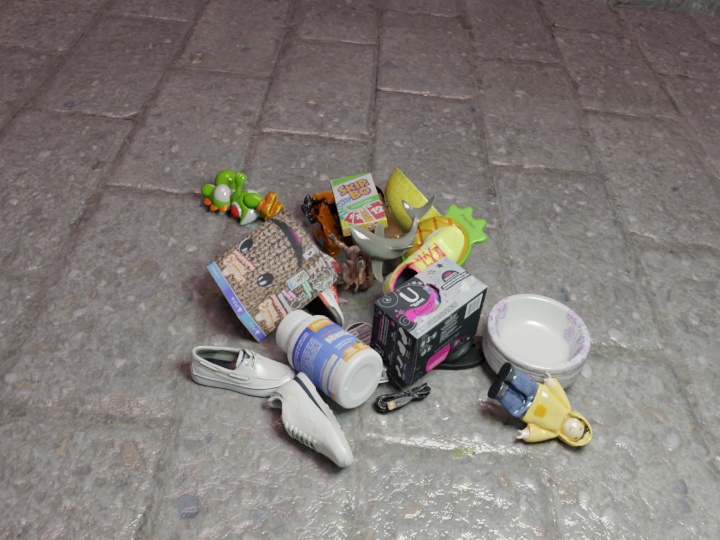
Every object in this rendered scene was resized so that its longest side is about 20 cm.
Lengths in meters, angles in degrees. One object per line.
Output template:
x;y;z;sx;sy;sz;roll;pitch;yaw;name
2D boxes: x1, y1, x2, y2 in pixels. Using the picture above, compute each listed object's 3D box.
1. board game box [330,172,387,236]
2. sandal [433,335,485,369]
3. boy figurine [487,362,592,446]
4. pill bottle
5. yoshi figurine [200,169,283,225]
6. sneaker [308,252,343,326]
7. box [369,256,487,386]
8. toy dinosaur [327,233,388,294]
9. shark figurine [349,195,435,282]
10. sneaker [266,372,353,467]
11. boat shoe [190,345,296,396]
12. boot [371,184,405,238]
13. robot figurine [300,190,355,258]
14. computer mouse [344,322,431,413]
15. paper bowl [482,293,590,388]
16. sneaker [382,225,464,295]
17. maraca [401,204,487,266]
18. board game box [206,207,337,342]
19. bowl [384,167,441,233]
-0.007;-0.149;1.562;0.093;0.031;0.202;-12;37;-3;board game box
0.165;0.153;1.412;0.195;0.049;0.076;-6;42;-16;sandal
0.318;0.249;1.283;0.198;0.064;0.126;35;85;-4;boy figurine
-0.063;0.151;1.324;0.111;0.114;0.198;-28;43;-35;pill bottle
-0.275;-0.182;1.709;0.196;0.115;0.112;17;25;16;yoshi figurine
-0.067;0.034;1.504;0.106;0.068;0.201;-24;46;-29;sneaker
0.123;0.087;1.347;0.198;0.134;0.114;-32;54;-34;box
0.000;0.000;1.517;0.084;0.200;0.138;-18;59;16;toy dinosaur
0.083;-0.061;1.436;0.212;0.131;0.088;-29;14;-40;shark figurine
-0.083;0.265;1.238;0.079;0.078;0.200;-28;45;-20;sneaker
-0.211;0.176;1.317;0.194;0.067;0.074;4;39;-4;boat shoe
0.041;-0.124;1.600;0.072;0.077;0.200;-5;36;-33;boot
-0.057;-0.114;1.687;0.141;0.059;0.202;-8;43;-18;robot figurine
0.036;0.179;1.371;0.108;0.044;0.201;-22;53;-23;computer mouse
0.330;0.148;1.397;0.195;0.106;0.203;4;40;-3;paper bowl
0.127;-0.009;1.420;0.078;0.200;0.090;46;4;3;sneaker
0.174;-0.061;1.525;0.198;0.108;0.137;-36;65;-15;maraca
-0.174;0.006;1.438;0.199;0.097;0.160;-38;51;-7;board game box
0.113;-0.124;1.667;0.108;0.199;0.201;-43;48;8;bowl
